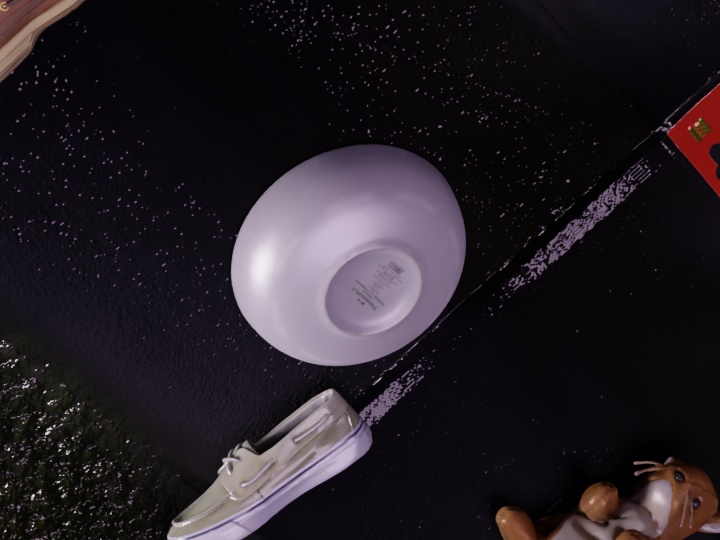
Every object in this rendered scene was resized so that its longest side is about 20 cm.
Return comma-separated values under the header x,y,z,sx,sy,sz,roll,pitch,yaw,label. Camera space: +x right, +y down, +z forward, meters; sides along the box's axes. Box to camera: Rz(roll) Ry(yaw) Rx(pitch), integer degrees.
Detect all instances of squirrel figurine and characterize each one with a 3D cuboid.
x,y,z,sx,sy,sz,roll,pitch,yaw,label
0.253,0.260,1.849,0.187,0.142,0.200,-36,144,-10,squirrel figurine

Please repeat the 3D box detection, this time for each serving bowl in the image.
x,y,z,sx,sy,sz,roll,pitch,yaw,label
0.000,0.000,1.584,0.200,0.066,0.200,-12,125,-17,serving bowl

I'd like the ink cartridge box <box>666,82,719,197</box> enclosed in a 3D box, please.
x,y,z,sx,sy,sz,roll,pitch,yaw,label
0.382,-0.132,1.672,0.200,0.050,0.162,-44,128,5,ink cartridge box

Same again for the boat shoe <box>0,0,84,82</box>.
x,y,z,sx,sy,sz,roll,pitch,yaw,label
-0.227,-0.208,1.340,0.200,0.072,0.068,-44,130,12,boat shoe

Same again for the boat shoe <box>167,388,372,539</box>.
x,y,z,sx,sy,sz,roll,pitch,yaw,label
-0.086,0.173,1.673,0.200,0.072,0.062,-34,104,-4,boat shoe
